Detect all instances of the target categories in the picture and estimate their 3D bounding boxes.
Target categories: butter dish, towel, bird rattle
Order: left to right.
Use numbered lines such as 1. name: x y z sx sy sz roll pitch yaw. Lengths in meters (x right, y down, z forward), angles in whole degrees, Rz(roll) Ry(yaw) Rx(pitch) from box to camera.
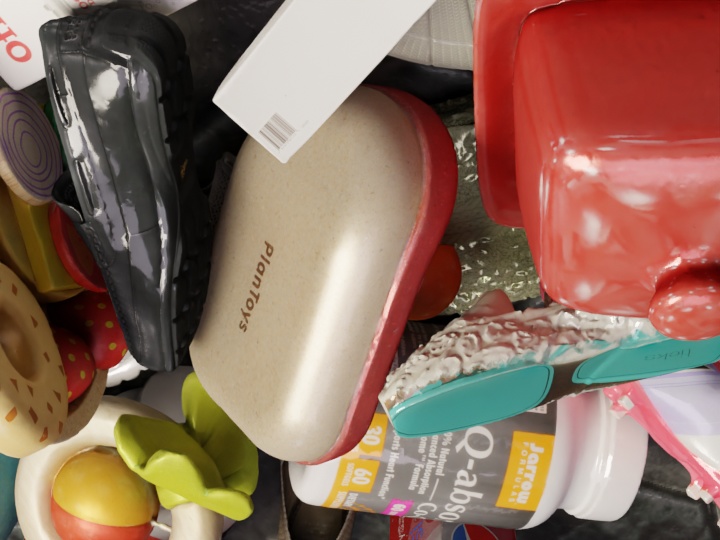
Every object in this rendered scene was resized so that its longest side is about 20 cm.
1. bird rattle: -0.124 0.146 0.918 0.162 0.113 0.201 21 120 17
2. towel: 0.091 -0.041 0.889 0.199 0.037 0.149 -13 130 15
3. butter dish: 0.153 -0.036 0.747 0.198 0.148 0.200 -1 146 5

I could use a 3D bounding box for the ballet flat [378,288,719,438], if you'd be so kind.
1. ballet flat: 0.097 0.037 0.828 0.199 0.072 0.072 -11 134 -15

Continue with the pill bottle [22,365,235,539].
1. pill bottle: -0.143 0.154 1.028 0.112 0.113 0.200 22 130 -15

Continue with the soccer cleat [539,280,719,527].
1. soccer cleat: 0.182 0.064 0.899 0.076 0.067 0.200 -42 92 -8

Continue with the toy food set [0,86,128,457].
1. toy food set: -0.173 -0.011 0.789 0.048 0.200 0.199 -17 89 19

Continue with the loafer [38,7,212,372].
1. loafer: -0.116 -0.037 0.785 0.070 0.068 0.201 6 127 12

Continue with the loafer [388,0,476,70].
1. loafer: 0.092 -0.142 0.791 0.199 0.063 0.072 2 151 7

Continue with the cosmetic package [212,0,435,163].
1. cosmetic package: 0.012 -0.135 0.697 0.051 0.083 0.200 41 138 -6

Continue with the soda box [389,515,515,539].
1. soda box: 0.058 0.223 1.014 0.063 0.201 0.070 26 129 -18

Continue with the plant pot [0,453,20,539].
1. plant pot: -0.303 0.142 0.940 0.199 0.189 0.200 15 148 10

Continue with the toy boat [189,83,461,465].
1. toy boat: 0.000 0.000 0.842 0.130 0.130 0.201 -2 121 -40

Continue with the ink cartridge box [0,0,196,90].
1. ink cartridge box: -0.122 -0.192 0.739 0.199 0.083 0.147 -23 127 22

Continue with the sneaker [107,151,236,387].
1. sneaker: -0.125 -0.002 0.925 0.200 0.075 0.082 -33 116 15

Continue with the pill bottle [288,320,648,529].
1. pill bottle: 0.063 0.093 0.952 0.199 0.117 0.117 8 132 -10

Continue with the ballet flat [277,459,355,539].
1. ballet flat: -0.029 0.147 1.057 0.067 0.046 0.201 7 132 -3
